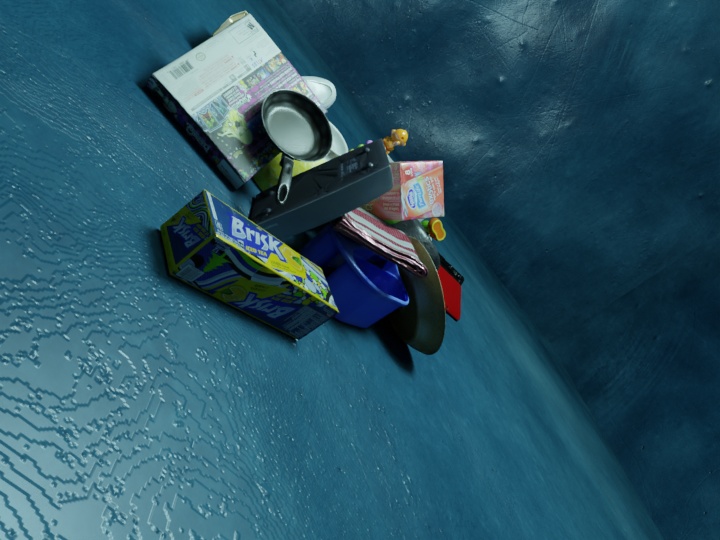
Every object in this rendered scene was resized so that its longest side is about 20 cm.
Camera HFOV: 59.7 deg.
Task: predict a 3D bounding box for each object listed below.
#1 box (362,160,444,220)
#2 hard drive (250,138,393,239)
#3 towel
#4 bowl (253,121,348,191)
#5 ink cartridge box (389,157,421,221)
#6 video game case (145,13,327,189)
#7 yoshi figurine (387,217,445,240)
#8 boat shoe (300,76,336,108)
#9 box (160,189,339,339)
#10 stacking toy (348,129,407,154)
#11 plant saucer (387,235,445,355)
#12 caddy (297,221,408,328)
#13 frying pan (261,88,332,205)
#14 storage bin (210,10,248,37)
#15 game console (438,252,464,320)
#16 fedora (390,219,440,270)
[{"bbox_3d":[0.038,-0.137,1.080,0.102,0.200,0.095,-9,101,-37],"label":"box"},{"bbox_3d":[-0.051,-0.107,0.848,0.135,0.200,0.042,-98,163,-62],"label":"hard drive"},{"bbox_3d":[0.023,-0.059,0.915,0.144,0.023,0.200,30,14,-13],"label":"towel"},{"bbox_3d":[-0.085,-0.187,1.016,0.200,0.108,0.200,39,31,-28],"label":"bowl"},{"bbox_3d":[0.107,-0.238,1.861,0.200,0.084,0.146,44,17,-31],"label":"ink cartridge box"},{"bbox_3d":[-0.165,-0.242,0.885,0.181,0.036,0.200,49,55,-13],"label":"video game case"},{"bbox_3d":[0.105,-0.111,1.499,0.112,0.112,0.200,-6,20,-29],"label":"yoshi figurine"},{"bbox_3d":[-0.125,-0.310,1.128,0.067,0.200,0.074,10,-66,62],"label":"boat shoe"},{"bbox_3d":[-0.111,0.001,0.660,0.200,0.064,0.070,37,22,-49],"label":"box"},{"bbox_3d":[0.018,-0.237,1.347,0.116,0.200,0.110,45,17,-27],"label":"stacking toy"},{"bbox_3d":[0.078,0.045,1.034,0.200,0.035,0.201,169,-90,-71],"label":"plant saucer"},{"bbox_3d":[0.000,0.000,0.923,0.142,0.105,0.200,59,16,25],"label":"caddy"},{"bbox_3d":[-0.084,-0.165,0.868,0.115,0.031,0.191,4,68,-37],"label":"frying pan"},{"bbox_3d":[-0.203,-0.392,1.229,0.200,0.094,0.199,48,15,-20],"label":"storage bin"},{"bbox_3d":[0.174,0.018,1.611,0.172,0.119,0.200,24,-11,44],"label":"game console"},{"bbox_3d":[0.108,-0.038,1.302,0.201,0.091,0.201,61,4,-8],"label":"fedora"}]
